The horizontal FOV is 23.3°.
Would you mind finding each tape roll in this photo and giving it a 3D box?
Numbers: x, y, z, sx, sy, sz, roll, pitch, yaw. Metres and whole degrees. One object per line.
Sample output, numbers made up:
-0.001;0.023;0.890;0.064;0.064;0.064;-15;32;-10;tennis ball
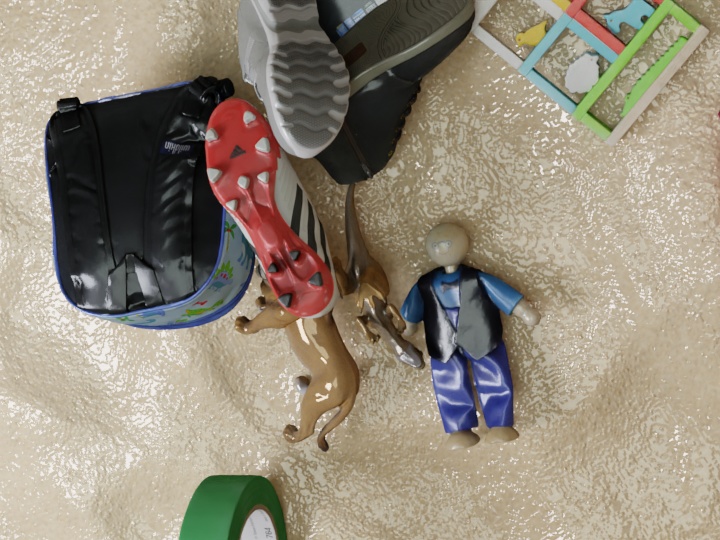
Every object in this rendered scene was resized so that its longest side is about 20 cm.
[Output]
-0.114;0.286;1.580;0.048;0.200;0.202;0;100;14;tape roll

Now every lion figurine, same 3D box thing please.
-0.043;0.065;1.572;0.122;0.072;0.201;-22;100;43;lion figurine

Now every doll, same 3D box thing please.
0.097;0.055;1.564;0.136;0.048;0.201;-11;92;26;doll

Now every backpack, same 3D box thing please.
-0.176;-0.049;1.550;0.182;0.147;0.201;-8;75;16;backpack

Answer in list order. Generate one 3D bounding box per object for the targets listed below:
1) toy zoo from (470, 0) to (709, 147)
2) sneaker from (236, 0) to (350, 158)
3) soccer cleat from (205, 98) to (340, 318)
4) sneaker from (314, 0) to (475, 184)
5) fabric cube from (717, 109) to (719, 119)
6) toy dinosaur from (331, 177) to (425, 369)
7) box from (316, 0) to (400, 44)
0.181;-0.218;1.497;0.200;0.020;0.131;39;106;-3;toy zoo
-0.062;-0.170;1.486;0.074;0.201;0.082;6;143;-24;sneaker
-0.073;-0.050;1.473;0.068;0.085;0.201;-29;79;11;soccer cleat
0.028;-0.163;1.524;0.200;0.075;0.106;-32;135;13;sneaker
0.418;-0.094;1.378;0.199;0.200;0.197;-26;94;17;fabric cube
0.000;0.000;1.544;0.060;0.106;0.201;-16;93;17;toy dinosaur
0.012;-0.314;1.523;0.200;0.044;0.161;-35;91;17;box
